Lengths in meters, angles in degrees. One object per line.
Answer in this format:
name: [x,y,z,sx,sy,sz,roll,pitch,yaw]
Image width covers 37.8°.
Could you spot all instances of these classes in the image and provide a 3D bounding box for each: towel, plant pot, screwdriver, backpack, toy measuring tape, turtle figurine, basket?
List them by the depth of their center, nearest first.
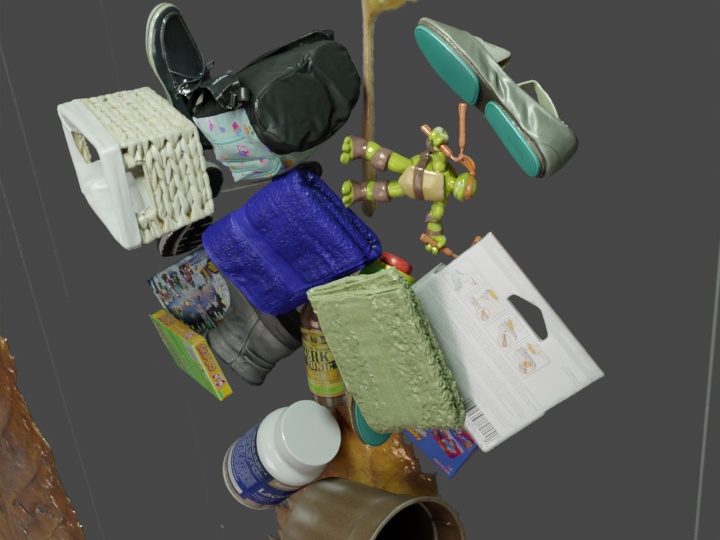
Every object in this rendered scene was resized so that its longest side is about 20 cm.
turtle figurine: [0.061,-0.107,1.132,0.160,0.065,0.201,11,135,18]
towel: [0.031,0.094,1.171,0.147,0.036,0.201,-10,111,42]
backpack: [-0.107,-0.177,1.191,0.199,0.166,0.127,-5,115,54]
towel: [-0.086,-0.025,1.226,0.148,0.050,0.199,43,135,-18]
toy measuring tape: [0.000,0.000,1.258,0.199,0.073,0.074,26,132,27]
basket: [-0.273,-0.134,1.283,0.200,0.122,0.137,39,144,52]
screwdriver: [-0.120,-0.110,1.339,0.199,0.028,0.029,-13,78,45]
plant pot: [0.007,0.380,1.433,0.197,0.199,0.202,11,124,49]

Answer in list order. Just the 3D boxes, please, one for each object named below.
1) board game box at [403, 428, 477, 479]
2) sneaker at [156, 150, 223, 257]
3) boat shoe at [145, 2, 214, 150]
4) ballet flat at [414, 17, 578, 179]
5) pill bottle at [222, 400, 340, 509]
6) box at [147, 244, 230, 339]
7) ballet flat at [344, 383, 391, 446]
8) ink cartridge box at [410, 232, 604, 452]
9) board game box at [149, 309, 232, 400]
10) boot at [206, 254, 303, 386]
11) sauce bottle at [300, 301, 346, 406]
board game box: [0.078,0.145,1.304,0.200,0.045,0.135,44,139,13]
sneaker: [-0.244,-0.098,1.455,0.080,0.073,0.201,54,138,24]
boat shoe: [-0.215,-0.239,1.318,0.062,0.075,0.202,13,130,33]
ballet flat: [0.134,-0.177,1.020,0.200,0.064,0.067,51,166,10]
pill bottle: [-0.113,0.266,1.521,0.116,0.115,0.200,52,141,4]
box: [-0.222,0.038,1.534,0.199,0.040,0.138,-25,98,50]
ballet flat: [0.007,0.122,1.286,0.065,0.070,0.202,-134,34,-52]
ink cartridge box: [0.144,0.077,1.162,0.176,0.045,0.200,-38,93,27]
board game box: [-0.252,0.119,1.536,0.199,0.030,0.096,18,137,57]
boot: [-0.172,0.056,1.425,0.131,0.070,0.201,-38,87,32]
sauce bottle: [-0.047,0.082,1.372,0.064,0.065,0.202,16,127,37]
